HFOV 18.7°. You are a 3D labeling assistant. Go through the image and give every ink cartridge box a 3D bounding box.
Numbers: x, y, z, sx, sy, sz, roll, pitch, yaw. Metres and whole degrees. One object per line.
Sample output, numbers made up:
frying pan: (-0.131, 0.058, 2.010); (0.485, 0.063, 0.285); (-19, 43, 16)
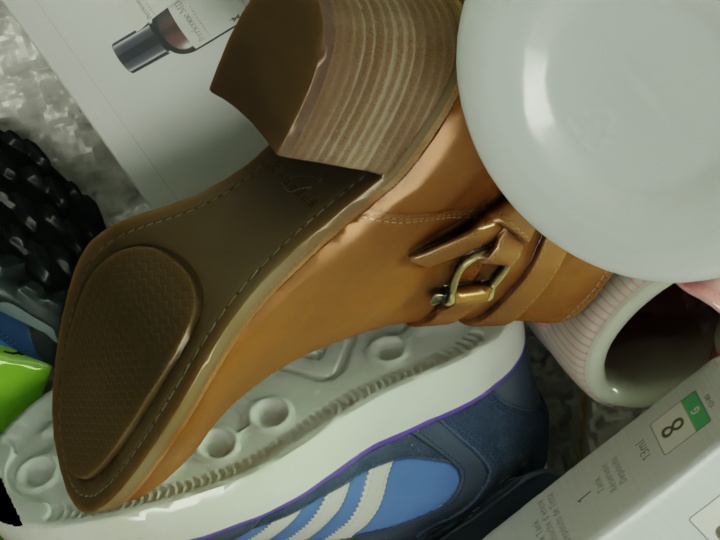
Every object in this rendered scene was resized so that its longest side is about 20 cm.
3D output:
ink cartridge box: (0.097, 0.147, 0.743); (0.200, 0.050, 0.161); (-40, 115, 10)

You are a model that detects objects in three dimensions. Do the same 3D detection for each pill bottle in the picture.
pill bottle: (0.118, -0.081, 0.633); (0.112, 0.200, 0.112); (13, 118, 26)

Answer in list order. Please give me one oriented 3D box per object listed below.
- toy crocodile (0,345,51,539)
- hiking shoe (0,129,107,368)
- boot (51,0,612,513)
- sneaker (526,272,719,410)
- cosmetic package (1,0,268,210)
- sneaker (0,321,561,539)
toy crocodile: (-0.153, 0.100, 0.787); (0.067, 0.062, 0.200); (8, 116, -18)
hiking shoe: (-0.165, -0.014, 0.709); (0.200, 0.074, 0.087); (29, 125, -19)
boot: (0.000, 0.000, 0.686); (0.155, 0.077, 0.200); (9, 117, -41)
sneaker: (0.144, -0.023, 0.742); (0.200, 0.105, 0.075); (-34, 121, 9)
cosmetic package: (-0.057, -0.078, 0.695); (0.082, 0.051, 0.200); (-29, 123, 8)
sneaker: (-0.024, 0.088, 0.774); (0.200, 0.081, 0.147); (-22, 135, -13)
